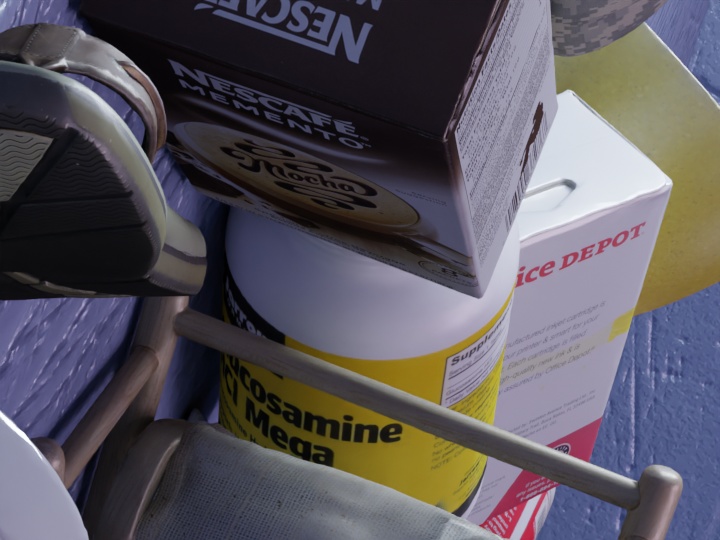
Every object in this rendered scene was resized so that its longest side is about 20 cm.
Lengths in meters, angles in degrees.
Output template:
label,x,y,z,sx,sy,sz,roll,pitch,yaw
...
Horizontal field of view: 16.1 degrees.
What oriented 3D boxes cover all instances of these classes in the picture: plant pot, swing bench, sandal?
label,x,y,z,sx,sy,sz,roll,pitch,yaw
plant pot,0.115,-0.050,1.351,0.142,0.200,0.200,-41,170,2
swing bench,-0.020,0.143,0.866,0.130,0.198,0.201,-55,163,-57
sandal,-0.079,-0.027,0.601,0.201,0.079,0.058,77,17,-84

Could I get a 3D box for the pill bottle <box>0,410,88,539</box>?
label,x,y,z,sx,sy,sz,roll,pitch,yaw
pill bottle,-0.128,0.106,0.436,0.200,0.115,0.116,-58,165,-50

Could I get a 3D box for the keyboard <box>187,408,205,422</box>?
label,x,y,z,sx,sy,sz,roll,pitch,yaw
keyboard,-0.100,0.153,1.013,0.056,0.011,0.201,61,49,-71

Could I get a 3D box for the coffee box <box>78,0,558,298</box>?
label,x,y,z,sx,sy,sz,roll,pitch,yaw
coffee box,-0.005,-0.065,0.782,0.200,0.112,0.080,66,46,-75

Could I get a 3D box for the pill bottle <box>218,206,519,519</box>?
label,x,y,z,sx,sy,sz,roll,pitch,yaw
pill bottle,0.002,0.016,0.977,0.201,0.112,0.113,95,18,-48

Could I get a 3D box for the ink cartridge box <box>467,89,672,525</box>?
label,x,y,z,sx,sy,sz,roll,pitch,yaw
ink cartridge box,0.054,0.028,1.223,0.144,0.083,0.201,-21,140,-33

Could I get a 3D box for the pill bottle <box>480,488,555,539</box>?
label,x,y,z,sx,sy,sz,roll,pitch,yaw
pill bottle,0.038,0.172,1.507,0.200,0.112,0.113,-58,165,-50

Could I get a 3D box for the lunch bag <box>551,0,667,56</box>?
label,x,y,z,sx,sy,sz,roll,pitch,yaw
lunch bag,0.091,-0.184,0.990,0.200,0.138,0.169,63,48,-76
